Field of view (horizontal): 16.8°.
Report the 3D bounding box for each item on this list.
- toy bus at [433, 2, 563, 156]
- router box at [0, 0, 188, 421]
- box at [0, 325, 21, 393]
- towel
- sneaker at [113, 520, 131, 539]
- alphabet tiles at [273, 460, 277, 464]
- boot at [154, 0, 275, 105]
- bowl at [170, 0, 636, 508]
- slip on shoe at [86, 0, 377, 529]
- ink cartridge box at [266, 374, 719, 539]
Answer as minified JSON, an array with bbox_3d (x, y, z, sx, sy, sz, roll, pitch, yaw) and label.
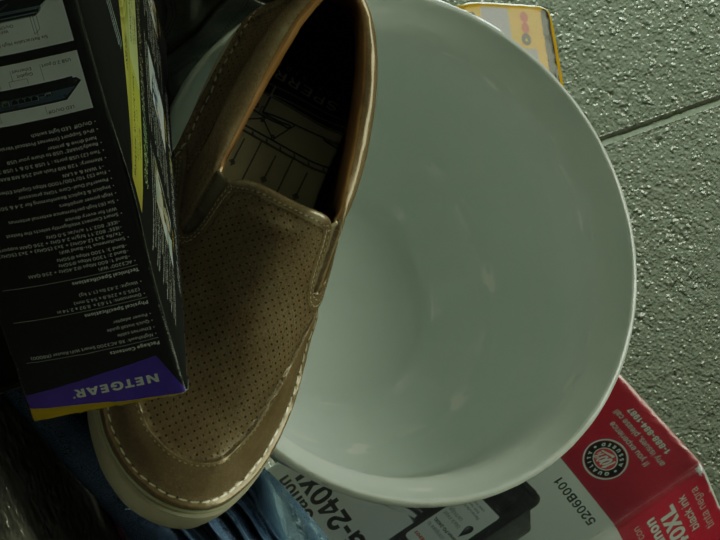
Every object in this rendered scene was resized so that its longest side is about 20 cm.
[{"bbox_3d":[0.009,-0.060,1.087,0.078,0.200,0.065,-3,80,-39],"label":"toy bus"},{"bbox_3d":[-0.099,-0.078,0.773,0.200,0.052,0.158,-99,177,-52],"label":"router box"},{"bbox_3d":[-0.150,-0.061,0.843,0.200,0.049,0.160,-94,166,-70],"label":"box"},{"bbox_3d":[-0.061,0.082,0.932,0.200,0.048,0.112,51,4,-25],"label":"towel"},{"bbox_3d":[-0.060,0.046,1.022,0.081,0.088,0.201,-73,161,-80],"label":"sneaker"},{"bbox_3d":[0.022,0.119,1.209,0.200,0.006,0.167,56,45,-25],"label":"alphabet tiles"},{"bbox_3d":[-0.035,-0.107,0.957,0.200,0.130,0.068,25,50,-56],"label":"boot"},{"bbox_3d":[0.000,0.000,0.942,0.090,0.200,0.202,-36,-111,62],"label":"bowl"},{"bbox_3d":[-0.038,-0.010,0.843,0.061,0.076,0.201,-36,-150,61],"label":"slip on shoe"},{"bbox_3d":[0.043,0.124,1.069,0.145,0.200,0.084,51,-8,47],"label":"ink cartridge box"}]
